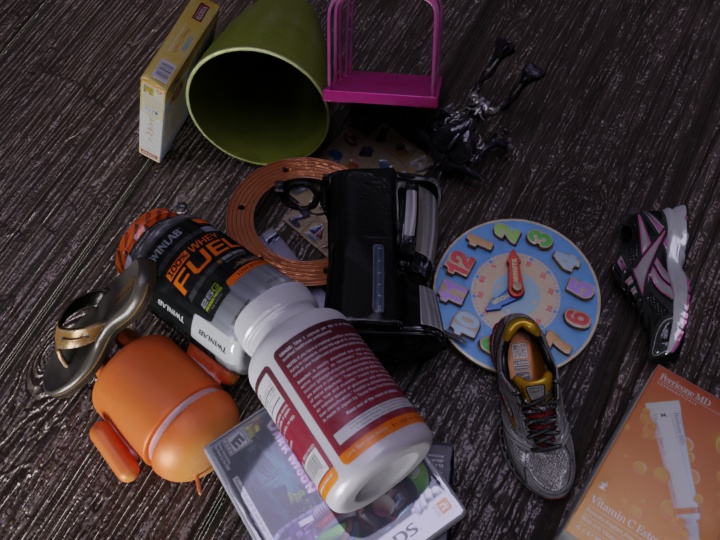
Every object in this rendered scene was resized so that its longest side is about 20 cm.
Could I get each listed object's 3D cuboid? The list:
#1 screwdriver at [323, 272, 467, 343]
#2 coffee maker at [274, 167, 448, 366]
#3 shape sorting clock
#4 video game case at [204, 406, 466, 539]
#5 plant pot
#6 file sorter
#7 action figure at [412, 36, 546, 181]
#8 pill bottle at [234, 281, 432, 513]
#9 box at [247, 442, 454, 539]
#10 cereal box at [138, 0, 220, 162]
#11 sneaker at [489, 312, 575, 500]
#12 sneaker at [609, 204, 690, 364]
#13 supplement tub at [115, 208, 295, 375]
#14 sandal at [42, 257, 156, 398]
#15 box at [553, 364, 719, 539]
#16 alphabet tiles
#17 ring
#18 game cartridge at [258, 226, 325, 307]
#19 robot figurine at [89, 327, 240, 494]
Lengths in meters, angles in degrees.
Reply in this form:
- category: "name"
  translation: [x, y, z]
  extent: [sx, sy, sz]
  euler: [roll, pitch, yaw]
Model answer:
- category: "screwdriver"
  translation: [0.039, 0.047, 0.922]
  extent: [0.199, 0.029, 0.028]
  euler: [26, 67, 19]
- category: "coffee maker"
  translation: [0.000, 0.000, 0.870]
  extent: [0.190, 0.135, 0.202]
  euler: [-6, 59, 16]
- category: "shape sorting clock"
  translation: [0.184, 0.027, 0.914]
  extent: [0.198, 0.039, 0.202]
  euler: [-3, 64, 5]
- category: "video game case"
  translation: [-0.028, 0.202, 0.743]
  extent: [0.181, 0.023, 0.200]
  euler: [-32, 63, -11]
- category: "plant pot"
  translation: [-0.117, -0.279, 1.034]
  extent: [0.185, 0.188, 0.201]
  euler: [3, 52, 8]
- category: "file sorter"
  translation: [0.037, -0.288, 0.979]
  extent: [0.137, 0.127, 0.200]
  euler: [5, 21, 6]
- category: "action figure"
  translation: [0.151, -0.191, 0.996]
  extent: [0.119, 0.102, 0.201]
  euler: [41, 100, 14]
- category: "pill bottle"
  translation: [-0.032, 0.110, 0.716]
  extent: [0.112, 0.113, 0.200]
  euler: [-33, 64, -10]
- category: "box"
  translation: [-0.008, 0.270, 0.778]
  extent: [0.198, 0.104, 0.184]
  euler: [3, 62, 8]
- category: "cereal box"
  translation: [-0.241, -0.245, 1.009]
  extent: [0.039, 0.200, 0.145]
  euler: [27, 66, -8]
- category: "sneaker"
  translation: [0.180, 0.143, 0.822]
  extent: [0.077, 0.082, 0.202]
  euler: [-14, 79, 3]
- category: "sneaker"
  translation: [0.333, 0.017, 0.894]
  extent: [0.086, 0.081, 0.201]
  euler: [1, 55, 20]
- category: "supplement tub"
  translation: [-0.174, 0.018, 0.876]
  extent: [0.199, 0.123, 0.123]
  euler: [32, 71, 20]
- category: "sandal"
  translation: [-0.290, 0.056, 0.824]
  extent: [0.200, 0.054, 0.082]
  euler: [-42, 43, 24]
- category: "box"
  translation: [0.299, 0.220, 0.773]
  extent: [0.124, 0.098, 0.201]
  euler: [30, 70, 19]
- category: "alphabet tiles"
  translation: [0.000, -0.105, 1.018]
  extent: [0.166, 0.006, 0.200]
  euler: [38, 74, 22]
- category: "ring"
  translation: [-0.070, -0.062, 0.972]
  extent: [0.198, 0.019, 0.202]
  euler: [2, 58, -3]
- category: "game cartridge"
  translation: [-0.103, 0.055, 0.936]
  extent: [0.129, 0.038, 0.200]
  euler: [-37, 65, -7]
- category: "robot figurine"
  translation: [-0.216, 0.152, 0.854]
  extent: [0.199, 0.143, 0.117]
  euler: [37, 118, 21]
